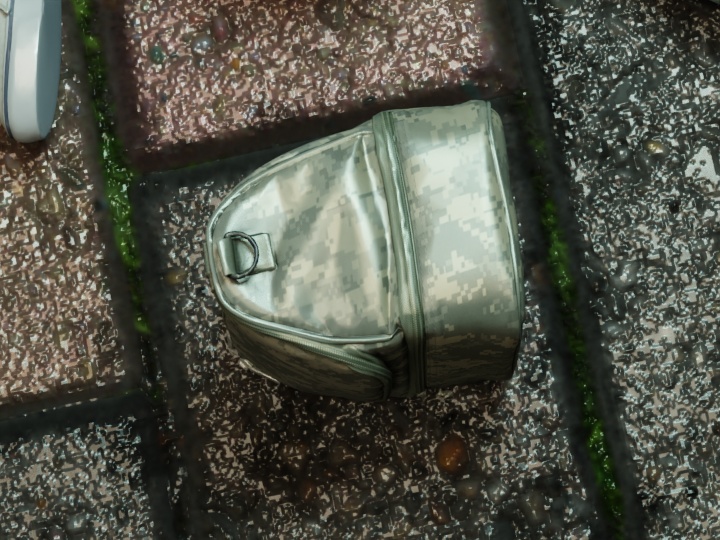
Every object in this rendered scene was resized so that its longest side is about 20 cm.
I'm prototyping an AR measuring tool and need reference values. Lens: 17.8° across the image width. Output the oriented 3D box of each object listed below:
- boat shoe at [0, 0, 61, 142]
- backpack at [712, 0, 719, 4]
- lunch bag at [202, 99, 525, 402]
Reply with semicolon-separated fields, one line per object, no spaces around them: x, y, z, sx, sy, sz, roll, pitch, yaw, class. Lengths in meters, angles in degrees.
-0.225;-0.173;1.359;0.085;0.075;0.204;-4;80;3;boat shoe
0.234;-0.254;1.300;0.175;0.153;0.201;34;93;2;backpack
0.000;0.000;1.261;0.166;0.200;0.141;-7;79;0;lunch bag
